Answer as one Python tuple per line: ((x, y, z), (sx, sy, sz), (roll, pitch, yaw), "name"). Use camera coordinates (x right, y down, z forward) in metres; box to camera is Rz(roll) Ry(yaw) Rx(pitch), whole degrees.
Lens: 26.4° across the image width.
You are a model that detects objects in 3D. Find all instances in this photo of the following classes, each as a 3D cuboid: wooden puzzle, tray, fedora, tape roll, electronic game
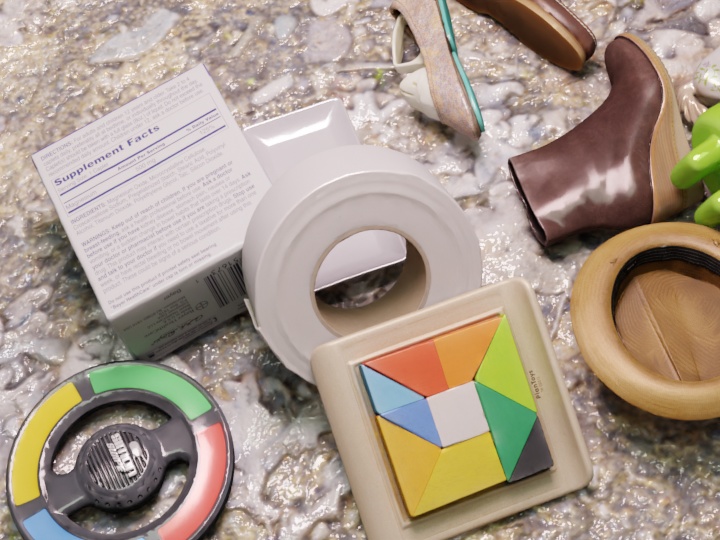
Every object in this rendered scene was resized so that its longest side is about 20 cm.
((0.077, 0.122, 1.274), (0.197, 0.037, 0.187), (-19, 89, -5), "wooden puzzle")
((-0.036, -0.069, 1.452), (0.106, 0.022, 0.202), (-19, 60, -6), "tray")
((0.271, 0.054, 1.318), (0.197, 0.082, 0.203), (-3, 53, 4), "fedora")
((0.000, 0.000, 1.302), (0.200, 0.205, 0.071), (-19, 26, -7), "tape roll")
((-0.205, 0.168, 1.312), (0.197, 0.042, 0.202), (-2, 58, 3), "electronic game")

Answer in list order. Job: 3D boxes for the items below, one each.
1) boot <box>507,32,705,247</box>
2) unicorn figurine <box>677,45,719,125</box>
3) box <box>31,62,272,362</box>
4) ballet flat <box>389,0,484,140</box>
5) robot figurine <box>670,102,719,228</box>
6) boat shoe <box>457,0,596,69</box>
((0.216, -0.126, 1.434), (0.164, 0.073, 0.202), (-13, 63, -7), "boot")
((0.378, -0.208, 1.471), (0.137, 0.074, 0.200), (41, 67, 21), "unicorn figurine")
((-0.172, -0.051, 1.392), (0.182, 0.105, 0.201), (-28, 61, -4), "box")
((0.069, -0.196, 1.494), (0.066, 0.068, 0.202), (-19, 51, 8), "ballet flat")
((0.375, -0.114, 1.359), (0.198, 0.116, 0.177), (-28, 80, -9), "robot figurine")
((0.163, -0.276, 1.531), (0.070, 0.071, 0.200), (-43, 65, -15), "boat shoe")
